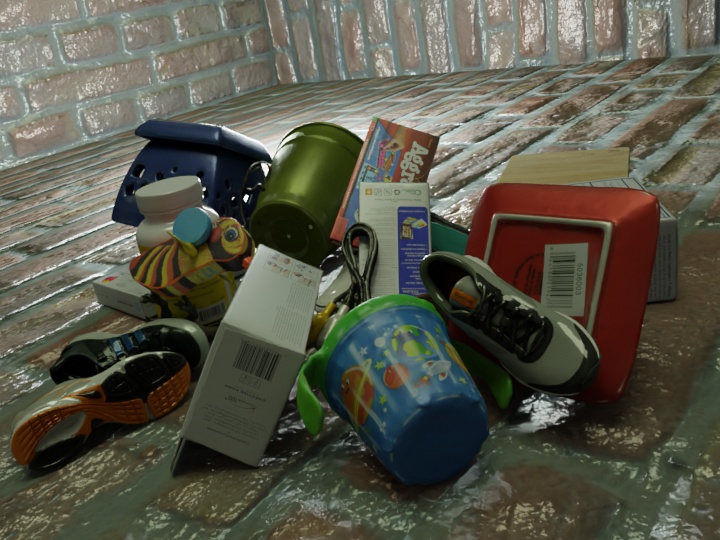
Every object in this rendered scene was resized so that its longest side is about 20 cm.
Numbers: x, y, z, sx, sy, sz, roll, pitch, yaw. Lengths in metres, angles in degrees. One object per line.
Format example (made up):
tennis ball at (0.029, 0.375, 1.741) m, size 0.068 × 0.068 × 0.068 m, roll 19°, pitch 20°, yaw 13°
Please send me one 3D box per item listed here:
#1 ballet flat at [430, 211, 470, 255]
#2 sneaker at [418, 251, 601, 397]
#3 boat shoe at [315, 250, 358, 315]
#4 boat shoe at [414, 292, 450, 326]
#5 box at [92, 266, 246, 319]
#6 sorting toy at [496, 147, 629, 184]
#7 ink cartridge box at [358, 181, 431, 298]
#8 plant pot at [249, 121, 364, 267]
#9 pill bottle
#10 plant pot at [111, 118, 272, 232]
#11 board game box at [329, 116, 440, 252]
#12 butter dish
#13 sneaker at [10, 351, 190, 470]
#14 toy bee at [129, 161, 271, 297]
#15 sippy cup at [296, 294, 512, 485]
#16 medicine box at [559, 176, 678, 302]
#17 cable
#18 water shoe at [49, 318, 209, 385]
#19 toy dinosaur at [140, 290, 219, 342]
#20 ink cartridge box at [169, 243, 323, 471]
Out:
ballet flat at (0.081, -0.061, 1.040) m, size 0.198 × 0.074 × 0.073 m, roll 29°, pitch 30°, yaw 6°
sneaker at (0.126, 0.046, 0.664) m, size 0.200 × 0.075 × 0.079 m, roll 37°, pitch 10°, yaw 39°
boat shoe at (0.000, 0.000, 1.003) m, size 0.070 × 0.071 × 0.199 m, roll 5°, pitch 25°, yaw 34°
boat shoe at (0.048, 0.074, 0.795) m, size 0.201 × 0.075 × 0.075 m, roll -7°, pitch -25°, yaw -43°
box at (-0.297, 0.007, 1.159) m, size 0.155 × 0.042 × 0.199 m, roll 10°, pitch 28°, yaw 44°
sorting toy at (0.333, -0.134, 1.190) m, size 0.197 × 0.071 × 0.199 m, roll -1°, pitch 24°, yaw 22°
ink cartridge box at (0.044, -0.019, 0.934) m, size 0.093 × 0.037 × 0.203 m, roll 1°, pitch 65°, yaw -1°
plant pot at (-0.083, -0.102, 1.166) m, size 0.198 × 0.202 × 0.194 m, roll -1°, pitch 35°, yaw 23°
pill bottle at (-0.230, -0.015, 0.966) m, size 0.111 × 0.203 × 0.113 m, roll -8°, pitch 21°, yaw 3°
plant pot at (-0.265, -0.144, 1.217) m, size 0.197 × 0.183 × 0.199 m, roll 9°, pitch 1°, yaw 23°
board game box at (0.036, -0.112, 1.003) m, size 0.102 × 0.019 × 0.202 m, roll 18°, pitch 67°, yaw 2°
butter dish at (0.211, 0.026, 0.748) m, size 0.198 × 0.203 × 0.147 m, roll 9°, pitch -7°, yaw 41°
sneaker at (-0.285, 0.135, 0.796) m, size 0.198 × 0.077 × 0.092 m, roll -22°, pitch 20°, yaw -31°
toy bee at (-0.171, -0.026, 0.849) m, size 0.130 × 0.200 × 0.109 m, roll 12°, pitch 35°, yaw -56°
sippy cup at (0.044, 0.111, 0.644) m, size 0.177 × 0.140 × 0.130 m, roll -34°, pitch 36°, yaw -4°
medicine box at (0.274, -0.036, 0.925) m, size 0.197 × 0.104 × 0.183 m, roll -7°, pitch 22°, yaw 9°
cable at (-0.005, 0.027, 0.860) m, size 0.096 × 0.050 × 0.202 m, roll 8°, pitch 65°, yaw 21°
water shoe at (-0.272, 0.111, 0.861) m, size 0.197 × 0.072 × 0.079 m, roll -10°, pitch 24°, yaw 20°
toy dinosaur at (-0.226, 0.070, 0.905) m, size 0.197 × 0.089 × 0.048 m, roll -5°, pitch 32°, yaw 15°
ink cartridge box at (-0.113, 0.096, 0.755) m, size 0.083 × 0.177 × 0.200 m, roll 22°, pitch 22°, yaw -7°
